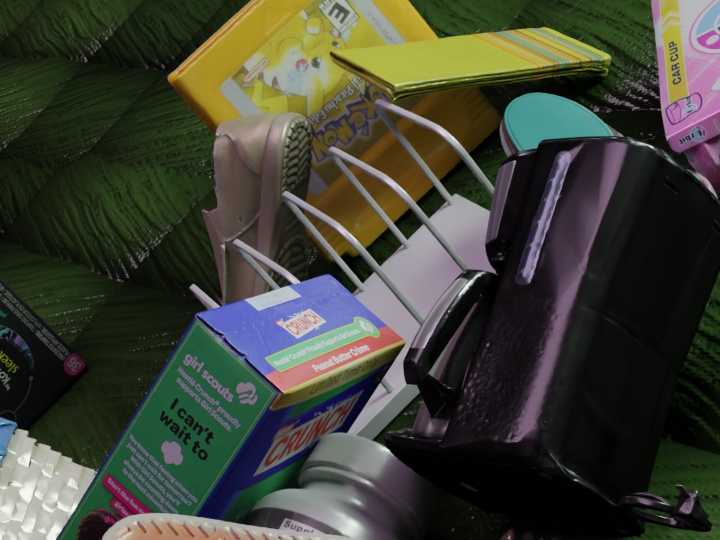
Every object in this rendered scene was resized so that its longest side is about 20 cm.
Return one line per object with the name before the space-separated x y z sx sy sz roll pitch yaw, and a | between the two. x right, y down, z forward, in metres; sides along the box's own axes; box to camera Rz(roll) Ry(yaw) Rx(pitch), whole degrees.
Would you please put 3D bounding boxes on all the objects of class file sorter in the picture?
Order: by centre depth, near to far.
file sorter | 0.000 0.000 1.243 0.200 0.125 0.139 -45 28 -6

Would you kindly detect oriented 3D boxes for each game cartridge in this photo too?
game cartridge | -0.016 -0.128 1.358 0.176 0.200 0.032 -43 20 -3

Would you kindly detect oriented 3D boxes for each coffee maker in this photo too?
coffee maker | 0.135 0.039 1.010 0.192 0.135 0.200 13 71 26

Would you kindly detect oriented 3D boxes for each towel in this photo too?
towel | 0.082 -0.152 1.324 0.200 0.018 0.086 -11 27 -32

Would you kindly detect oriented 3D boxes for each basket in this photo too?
basket | -0.277 0.187 1.237 0.177 0.200 0.139 -75 12 -46

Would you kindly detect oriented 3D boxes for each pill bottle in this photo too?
pill bottle | -0.034 0.195 1.028 0.111 0.111 0.200 -5 45 47

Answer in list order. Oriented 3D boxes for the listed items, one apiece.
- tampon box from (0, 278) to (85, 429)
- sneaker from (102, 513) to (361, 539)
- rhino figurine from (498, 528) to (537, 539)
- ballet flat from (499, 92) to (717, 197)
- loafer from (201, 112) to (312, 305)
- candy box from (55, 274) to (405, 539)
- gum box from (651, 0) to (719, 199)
tampon box | -0.367 0.088 1.534 0.200 0.150 0.126 -47 29 -10
sneaker | -0.037 0.183 0.928 0.200 0.080 0.071 12 33 8
rhino figurine | 0.064 0.216 0.936 0.087 0.060 0.200 -28 32 14
ballet flat | 0.160 -0.052 1.171 0.069 0.071 0.200 -36 37 -15
loafer | -0.080 -0.027 1.330 0.068 0.200 0.076 18 25 21
candy box | -0.079 0.109 1.085 0.200 0.077 0.169 -58 -18 21
gum box | 0.259 -0.139 1.183 0.113 0.066 0.200 -26 32 24
